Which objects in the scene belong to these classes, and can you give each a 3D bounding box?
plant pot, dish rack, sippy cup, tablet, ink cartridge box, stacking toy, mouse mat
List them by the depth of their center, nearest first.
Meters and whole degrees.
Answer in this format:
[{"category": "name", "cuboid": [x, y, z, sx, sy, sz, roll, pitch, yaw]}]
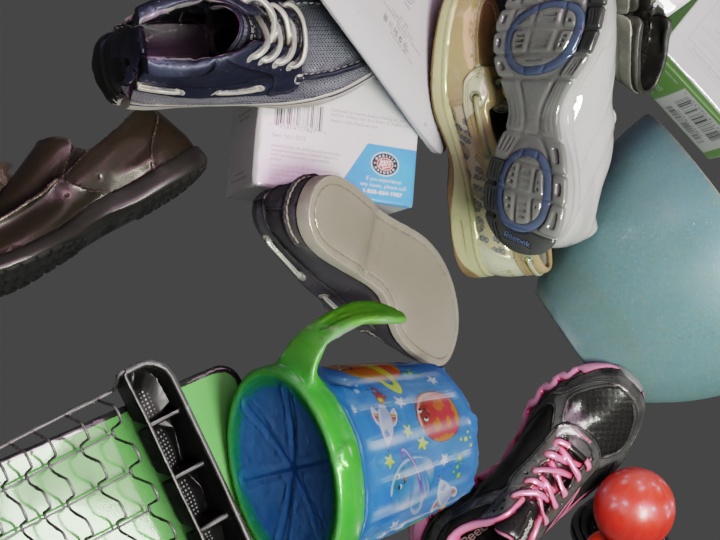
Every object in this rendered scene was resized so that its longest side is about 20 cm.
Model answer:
[{"category": "dish rack", "cuboid": [-0.182, 0.164, 1.113, 0.199, 0.055, 0.154, -27, 94, -22]}, {"category": "tablet", "cuboid": [0.028, -0.181, 1.158, 0.200, 0.014, 0.131, 49, 49, -50]}, {"category": "sippy cup", "cuboid": [0.002, 0.117, 1.159, 0.130, 0.178, 0.140, -10, 59, -34]}, {"category": "mouse mat", "cuboid": [-0.140, 0.169, 1.161, 0.199, 0.008, 0.162, -23, 93, -24]}, {"category": "stacking toy", "cuboid": [0.172, 0.225, 1.199, 0.085, 0.085, 0.201, 3, 110, -22]}, {"category": "ink cartridge box", "cuboid": [-0.021, -0.144, 1.209, 0.114, 0.068, 0.202, 8, 82, -20]}, {"category": "plant pot", "cuboid": [0.201, 0.012, 1.233, 0.134, 0.200, 0.201, -35, 99, 5]}, {"category": "ink cartridge box", "cuboid": [0.298, -0.192, 1.348, 0.104, 0.059, 0.200, 45, 70, -12]}]

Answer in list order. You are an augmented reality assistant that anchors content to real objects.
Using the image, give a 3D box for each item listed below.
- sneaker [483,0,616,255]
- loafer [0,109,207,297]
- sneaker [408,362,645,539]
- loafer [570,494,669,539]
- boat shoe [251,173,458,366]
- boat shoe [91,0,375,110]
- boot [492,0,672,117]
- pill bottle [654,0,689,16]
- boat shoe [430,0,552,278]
[{"category": "sneaker", "cuboid": [0.130, -0.110, 1.149, 0.087, 0.074, 0.202, 3, 99, -56]}, {"category": "loafer", "cuboid": [-0.195, -0.045, 1.134, 0.199, 0.073, 0.072, -30, 86, -27]}, {"category": "sneaker", "cuboid": [0.114, 0.147, 1.179, 0.079, 0.095, 0.200, 42, 103, -10]}, {"category": "loafer", "cuboid": [0.221, 0.244, 1.266, 0.070, 0.068, 0.202, -27, 91, -13]}, {"category": "boat shoe", "cuboid": [0.000, 0.000, 1.190, 0.200, 0.062, 0.073, 44, 56, -45]}, {"category": "boat shoe", "cuboid": [-0.061, -0.140, 1.108, 0.199, 0.093, 0.075, -12, 88, -20]}, {"category": "boot", "cuboid": [0.146, -0.139, 1.208, 0.067, 0.130, 0.201, -23, 125, -35]}, {"category": "pill bottle", "cuboid": [0.161, -0.268, 1.269, 0.120, 0.120, 0.201, -39, 99, -21]}, {"category": "boat shoe", "cuboid": [0.092, -0.094, 1.198, 0.073, 0.062, 0.201, -35, 122, -55]}]
